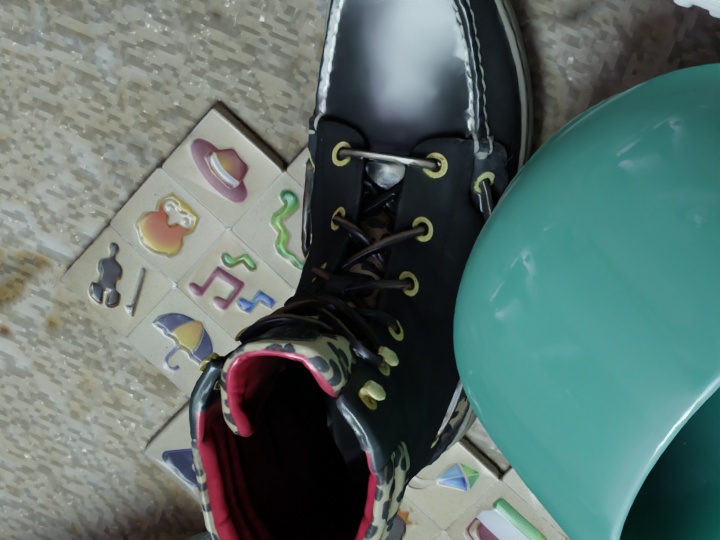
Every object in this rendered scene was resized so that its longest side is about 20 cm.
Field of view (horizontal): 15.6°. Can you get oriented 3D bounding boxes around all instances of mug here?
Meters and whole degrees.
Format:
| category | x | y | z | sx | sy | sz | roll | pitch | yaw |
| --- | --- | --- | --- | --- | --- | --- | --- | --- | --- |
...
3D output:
| category | x | y | z | sx | sy | sz | roll | pitch | yaw |
| --- | --- | --- | --- | --- | --- | --- | --- | --- | --- |
| mug | 0.117 | 0.008 | 0.820 | 0.114 | 0.185 | 0.152 | 50 | 138 | 31 |

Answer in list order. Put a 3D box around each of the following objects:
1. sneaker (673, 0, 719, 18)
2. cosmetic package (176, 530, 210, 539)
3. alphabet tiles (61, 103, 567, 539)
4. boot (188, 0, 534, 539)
| category | x | y | z | sx | sy | sz | roll | pitch | yaw |
| --- | --- | --- | --- | --- | --- | --- | --- | --- | --- |
| sneaker | 0.092 | -0.119 | 0.809 | 0.200 | 0.076 | 0.081 | 38 | 133 | 5 |
| cosmetic package | -0.069 | 0.210 | 0.994 | 0.107 | 0.090 | 0.200 | -22 | 93 | 26 |
| alphabet tiles | -0.008 | 0.039 | 0.950 | 0.200 | 0.008 | 0.167 | 43 | 121 | -3 |
| boot | 0.000 | 0.000 | 0.836 | 0.073 | 0.151 | 0.200 | 12 | 118 | 14 |
